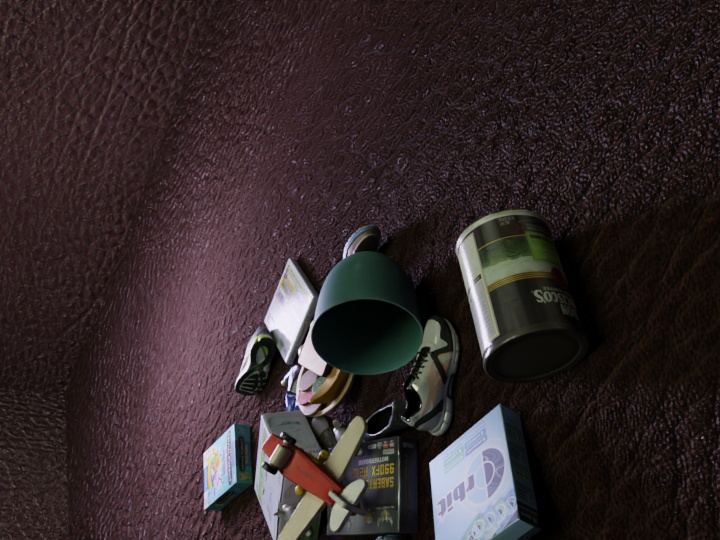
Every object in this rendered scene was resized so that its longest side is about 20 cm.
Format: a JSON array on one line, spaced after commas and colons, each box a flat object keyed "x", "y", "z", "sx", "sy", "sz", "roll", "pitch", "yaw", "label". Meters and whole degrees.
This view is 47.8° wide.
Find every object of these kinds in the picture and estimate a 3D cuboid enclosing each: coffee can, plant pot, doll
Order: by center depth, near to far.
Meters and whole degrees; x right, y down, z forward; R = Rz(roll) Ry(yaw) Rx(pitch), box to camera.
[{"x": 0.225, "y": 0.037, "z": 1.154, "sx": 0.146, "sy": 0.145, "sz": 0.201, "roll": -47, "pitch": 41, "yaw": 41, "label": "coffee can"}, {"x": 0.014, "y": 0.063, "z": 1.475, "sx": 0.201, "sy": 0.199, "sz": 0.162, "roll": -51, "pitch": 25, "yaw": 38, "label": "plant pot"}, {"x": -0.138, "y": 0.261, "z": 1.794, "sx": 0.136, "sy": 0.048, "sz": 0.202, "roll": 4, "pitch": 82, "yaw": 59, "label": "doll"}]

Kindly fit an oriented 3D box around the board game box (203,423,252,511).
[{"x": -0.337, "y": 0.498, "z": 2.046, "sx": 0.200, "sy": 0.047, "sz": 0.152, "roll": -46, "pitch": 41, "yaw": 43, "label": "board game box"}]

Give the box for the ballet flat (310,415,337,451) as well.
[{"x": -0.045, "y": 0.368, "z": 1.602, "sx": 0.067, "sy": 0.046, "sz": 0.200, "roll": -44, "pitch": 44, "yaw": 11, "label": "ballet flat"}]

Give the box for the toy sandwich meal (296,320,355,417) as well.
[{"x": -0.081, "y": 0.198, "z": 1.661, "sx": 0.205, "sy": 0.070, "sz": 0.207, "roll": -33, "pitch": 41, "yaw": 34, "label": "toy sandwich meal"}]

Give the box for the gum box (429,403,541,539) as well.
[{"x": 0.172, "y": 0.320, "z": 1.166, "sx": 0.170, "sy": 0.044, "sz": 0.201, "roll": -47, "pitch": 25, "yaw": 31, "label": "gum box"}]

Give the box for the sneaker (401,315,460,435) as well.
[{"x": 0.115, "y": 0.171, "z": 1.361, "sx": 0.074, "sy": 0.079, "sz": 0.202, "roll": -23, "pitch": 58, "yaw": 57, "label": "sneaker"}]

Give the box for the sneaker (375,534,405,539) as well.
[{"x": 0.012, "y": 0.530, "z": 1.398, "sx": 0.200, "sy": 0.073, "sz": 0.082, "roll": -51, "pitch": 39, "yaw": 39, "label": "sneaker"}]

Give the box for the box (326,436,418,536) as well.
[{"x": 0.018, "y": 0.387, "z": 1.444, "sx": 0.199, "sy": 0.048, "sz": 0.160, "roll": -22, "pitch": 59, "yaw": 47, "label": "box"}]

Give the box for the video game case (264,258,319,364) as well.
[{"x": -0.166, "y": 0.094, "z": 1.937, "sx": 0.183, "sy": 0.022, "sz": 0.200, "roll": -67, "pitch": 30, "yaw": 18, "label": "video game case"}]

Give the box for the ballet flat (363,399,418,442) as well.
[{"x": 0.043, "y": 0.264, "z": 1.455, "sx": 0.200, "sy": 0.056, "sz": 0.067, "roll": -42, "pitch": 30, "yaw": 55, "label": "ballet flat"}]

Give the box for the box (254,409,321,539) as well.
[{"x": -0.146, "y": 0.419, "z": 1.645, "sx": 0.177, "sy": 0.096, "sz": 0.202, "roll": -129, "pitch": 42, "yaw": -55, "label": "box"}]

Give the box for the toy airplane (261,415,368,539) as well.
[{"x": -0.066, "y": 0.371, "z": 1.431, "sx": 0.198, "sy": 0.141, "sz": 0.201, "roll": -15, "pitch": 71, "yaw": 9, "label": "toy airplane"}]

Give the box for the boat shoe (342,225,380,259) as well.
[{"x": 0.000, "y": 0.000, "z": 1.649, "sx": 0.073, "sy": 0.072, "sz": 0.201, "roll": 65, "pitch": 143, "yaw": 41, "label": "boat shoe"}]

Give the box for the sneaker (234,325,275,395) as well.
[{"x": -0.257, "y": 0.225, "z": 2.002, "sx": 0.081, "sy": 0.073, "sz": 0.201, "roll": -102, "pitch": 34, "yaw": -57, "label": "sneaker"}]
